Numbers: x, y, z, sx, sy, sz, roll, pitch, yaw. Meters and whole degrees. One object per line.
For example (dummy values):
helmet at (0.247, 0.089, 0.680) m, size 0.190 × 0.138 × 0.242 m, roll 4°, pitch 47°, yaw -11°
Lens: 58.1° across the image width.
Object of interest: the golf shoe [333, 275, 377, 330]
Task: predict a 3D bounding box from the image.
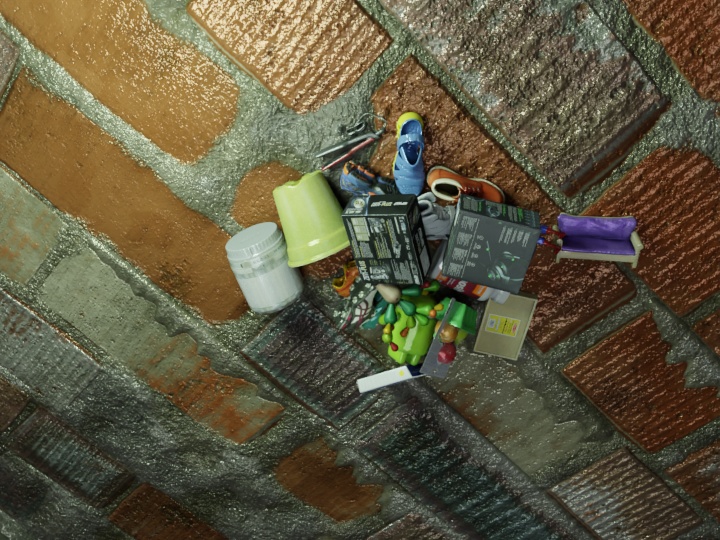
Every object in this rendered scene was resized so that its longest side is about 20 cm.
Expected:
golf shoe at (0.007, 0.079, 1.672) m, size 0.087 × 0.078 × 0.201 m, roll 15°, pitch 132°, yaw -26°

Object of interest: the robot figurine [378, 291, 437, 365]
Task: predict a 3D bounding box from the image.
robot figurine at (0.138, 0.143, 1.701) m, size 0.173 × 0.116 × 0.203 m, roll 12°, pitch 100°, yaw -27°

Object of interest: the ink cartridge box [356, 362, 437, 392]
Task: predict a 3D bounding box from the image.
ink cartridge box at (0.114, 0.283, 1.765) m, size 0.198 × 0.197 × 0.048 m, roll -21°, pitch 77°, yaw 17°

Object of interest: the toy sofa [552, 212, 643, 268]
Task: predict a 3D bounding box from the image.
toy sofa at (0.561, -0.073, 1.544) m, size 0.197 × 0.083 × 0.099 m, roll 4°, pitch 121°, yaw 7°

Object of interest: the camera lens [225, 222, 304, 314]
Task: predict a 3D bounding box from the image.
camera lens at (-0.244, -0.002, 1.677) m, size 0.158 × 0.161 × 0.202 m, roll -13°, pitch 116°, yaw 17°

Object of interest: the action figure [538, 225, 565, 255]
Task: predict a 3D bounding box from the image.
action figure at (0.367, -0.092, 1.525) m, size 0.199 × 0.098 × 0.066 m, roll 27°, pitch 125°, yaw 33°

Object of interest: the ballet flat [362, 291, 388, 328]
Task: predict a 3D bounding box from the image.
ballet flat at (0.057, 0.080, 1.736) m, size 0.070 × 0.068 × 0.201 m, roll 15°, pitch 124°, yaw -28°

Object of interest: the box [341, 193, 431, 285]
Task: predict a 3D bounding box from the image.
box at (0.064, -0.070, 1.510) m, size 0.161 × 0.087 × 0.202 m, roll 1°, pitch 129°, yaw 25°

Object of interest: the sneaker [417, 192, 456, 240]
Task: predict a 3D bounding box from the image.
sneaker at (0.193, -0.128, 1.543) m, size 0.197 × 0.076 × 0.115 m, roll -6°, pitch 154°, yaw -1°

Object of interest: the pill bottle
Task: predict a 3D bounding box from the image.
pill bottle at (0.279, 0.005, 1.618) m, size 0.198 × 0.113 × 0.114 m, roll 23°, pitch 121°, yaw -4°

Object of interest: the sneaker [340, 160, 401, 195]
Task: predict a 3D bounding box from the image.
sneaker at (0.036, -0.191, 1.583) m, size 0.199 × 0.076 × 0.078 m, roll 33°, pitch 140°, yaw -10°

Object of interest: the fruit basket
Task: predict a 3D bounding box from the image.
fruit basket at (0.217, 0.173, 1.658) m, size 0.093 × 0.185 × 0.202 m, roll 29°, pitch 92°, yaw 30°

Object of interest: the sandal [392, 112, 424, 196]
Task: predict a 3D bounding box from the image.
sandal at (0.115, -0.258, 1.512) m, size 0.078 × 0.087 × 0.203 m, roll -6°, pitch 121°, yaw 1°

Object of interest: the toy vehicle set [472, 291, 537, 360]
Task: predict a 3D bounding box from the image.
toy vehicle set at (0.383, 0.142, 1.727) m, size 0.122 × 0.027 × 0.202 m, roll 12°, pitch 120°, yaw 3°

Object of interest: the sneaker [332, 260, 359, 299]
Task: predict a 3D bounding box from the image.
sneaker at (0.000, 0.000, 1.686) m, size 0.077 × 0.073 × 0.200 m, roll 38°, pitch 118°, yaw -17°

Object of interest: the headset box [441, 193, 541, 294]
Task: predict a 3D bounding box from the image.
headset box at (0.299, -0.059, 1.469) m, size 0.197 × 0.093 × 0.176 m, roll 13°, pitch 123°, yaw 4°

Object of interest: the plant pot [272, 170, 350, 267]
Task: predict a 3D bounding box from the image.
plant pot at (-0.122, -0.134, 1.579) m, size 0.198 × 0.201 × 0.186 m, roll -18°, pitch 104°, yaw 19°

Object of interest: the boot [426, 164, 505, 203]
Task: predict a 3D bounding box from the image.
boot at (0.250, -0.179, 1.523) m, size 0.197 × 0.108 × 0.076 m, roll 18°, pitch 112°, yaw -5°

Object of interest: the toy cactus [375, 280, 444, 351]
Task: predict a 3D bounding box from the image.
toy cactus at (0.103, 0.086, 1.584) m, size 0.165 × 0.102 × 0.200 m, roll 41°, pitch 103°, yaw -9°

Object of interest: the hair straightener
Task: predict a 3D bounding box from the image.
hair straightener at (-0.027, -0.313, 1.533) m, size 0.198 × 0.041 × 0.077 m, roll -24°, pitch 113°, yaw 21°
